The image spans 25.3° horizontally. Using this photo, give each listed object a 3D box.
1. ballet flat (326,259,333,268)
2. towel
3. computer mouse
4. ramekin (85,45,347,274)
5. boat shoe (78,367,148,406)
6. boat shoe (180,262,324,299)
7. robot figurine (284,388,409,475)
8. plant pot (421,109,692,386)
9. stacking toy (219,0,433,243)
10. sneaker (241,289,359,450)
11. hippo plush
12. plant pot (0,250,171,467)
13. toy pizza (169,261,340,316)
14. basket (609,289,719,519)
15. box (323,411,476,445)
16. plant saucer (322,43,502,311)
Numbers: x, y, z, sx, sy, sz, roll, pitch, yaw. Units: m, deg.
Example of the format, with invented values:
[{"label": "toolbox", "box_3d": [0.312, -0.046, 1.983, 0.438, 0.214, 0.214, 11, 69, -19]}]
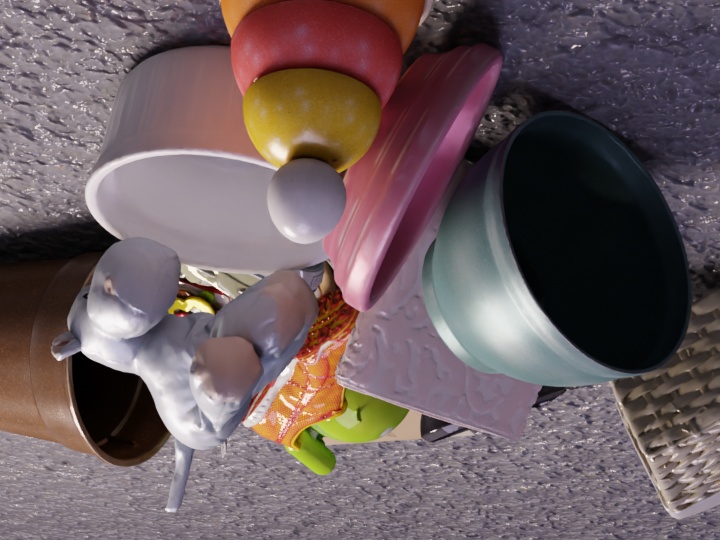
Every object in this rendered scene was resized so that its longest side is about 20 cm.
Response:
[{"label": "ballet flat", "box_3d": [0.005, -0.020, 1.344, 0.067, 0.064, 0.201, -15, 119, 32]}, {"label": "towel", "box_3d": [0.090, 0.023, 1.298, 0.190, 0.202, 0.032, 21, -177, -33]}, {"label": "computer mouse", "box_3d": [0.122, 0.106, 1.435, 0.199, 0.053, 0.138, -11, 168, -47]}, {"label": "ramekin", "box_3d": [-0.100, -0.082, 1.202, 0.198, 0.099, 0.201, 5, 155, 2]}, {"label": "boat shoe", "box_3d": [-0.180, 0.105, 1.581, 0.199, 0.060, 0.072, -24, 149, -5]}, {"label": "boat shoe", "box_3d": [-0.128, -0.018, 1.321, 0.199, 0.072, 0.062, 26, 112, 2]}, {"label": "robot figurine", "box_3d": [-0.021, 0.099, 1.517, 0.115, 0.176, 0.200, 37, 167, -21]}, {"label": "plant pot", "box_3d": [0.130, 0.001, 1.193, 0.199, 0.202, 0.134, 23, 145, -34]}, {"label": "stacking toy", "box_3d": [-0.032, -0.109, 1.004, 0.145, 0.202, 0.146, 5, 156, 2]}, {"label": "sneaker", "box_3d": [-0.033, 0.083, 1.381, 0.077, 0.073, 0.200, 24, 139, -13]}, {"label": "hippo plush", "box_3d": [-0.138, 0.044, 1.249, 0.160, 0.159, 0.200, 37, 139, 5]}, {"label": "plant pot", "box_3d": [-0.289, 0.074, 1.490, 0.197, 0.202, 0.200, 1, 156, 27]}, {"label": "toy pizza", "box_3d": [-0.110, 0.019, 1.403, 0.198, 0.032, 0.202, 9, 129, 11]}, {"label": "basket", "box_3d": [0.321, 0.101, 1.399, 0.199, 0.136, 0.124, -28, 140, 8]}, {"label": "box", "box_3d": [0.016, 0.125, 1.650, 0.198, 0.078, 0.095, -7, 152, 27]}, {"label": "plant saucer", "box_3d": [0.031, -0.070, 1.104, 0.051, 0.201, 0.201, 28, 156, 6]}]
